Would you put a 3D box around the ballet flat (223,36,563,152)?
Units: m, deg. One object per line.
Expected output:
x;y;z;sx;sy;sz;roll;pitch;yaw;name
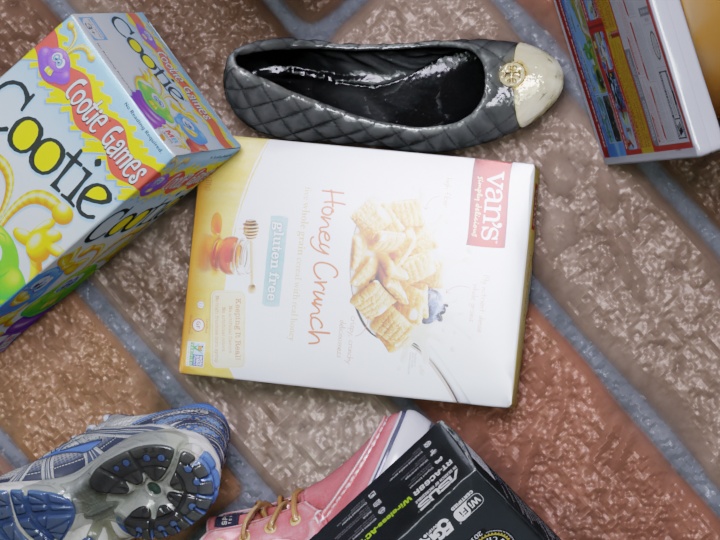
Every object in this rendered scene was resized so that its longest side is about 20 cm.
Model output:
0.018;-0.105;1.682;0.199;0.057;0.067;-2;70;8;ballet flat

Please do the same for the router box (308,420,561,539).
0.027;0.206;1.636;0.200;0.062;0.150;-43;122;4;router box

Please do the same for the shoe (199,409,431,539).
-0.042;0.154;1.682;0.091;0.071;0.201;30;98;2;shoe

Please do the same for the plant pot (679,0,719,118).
0.227;-0.199;1.601;0.183;0.200;0.201;-18;86;-8;plant pot

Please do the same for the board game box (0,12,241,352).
-0.187;-0.047;1.672;0.200;0.103;0.105;-39;82;18;board game box

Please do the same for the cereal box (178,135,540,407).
0.000;0.000;1.695;0.199;0.040;0.145;5;88;9;cereal box

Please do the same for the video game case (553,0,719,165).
0.144;-0.130;1.590;0.017;0.200;0.144;-18;94;-9;video game case

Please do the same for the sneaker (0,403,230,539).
-0.156;0.130;1.706;0.199;0.085;0.077;-18;112;28;sneaker
